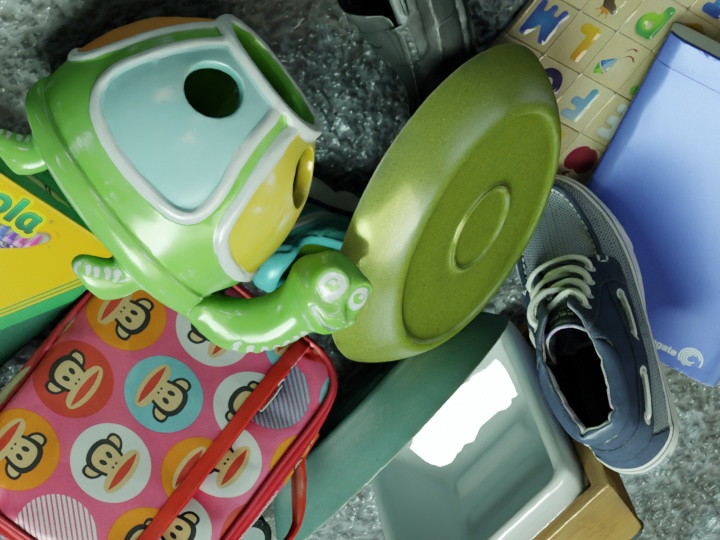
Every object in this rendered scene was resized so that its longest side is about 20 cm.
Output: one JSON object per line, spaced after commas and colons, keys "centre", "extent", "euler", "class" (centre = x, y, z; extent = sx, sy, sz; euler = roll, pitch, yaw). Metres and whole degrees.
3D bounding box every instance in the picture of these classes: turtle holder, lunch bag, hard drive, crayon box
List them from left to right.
{"centre": [-0.236, -0.030, 1.112], "extent": [0.119, 0.058, 0.200], "euler": [-41, 135, 13], "class": "crayon box"}
{"centre": [-0.110, 0.100, 1.174], "extent": [0.200, 0.176, 0.082], "euler": [-53, -178, -24], "class": "lunch bag"}
{"centre": [-0.085, -0.047, 1.085], "extent": [0.132, 0.186, 0.141], "euler": [-38, 148, 11], "class": "turtle holder"}
{"centre": [0.205, -0.036, 1.300], "extent": [0.132, 0.025, 0.200], "euler": [27, 121, 3], "class": "hard drive"}

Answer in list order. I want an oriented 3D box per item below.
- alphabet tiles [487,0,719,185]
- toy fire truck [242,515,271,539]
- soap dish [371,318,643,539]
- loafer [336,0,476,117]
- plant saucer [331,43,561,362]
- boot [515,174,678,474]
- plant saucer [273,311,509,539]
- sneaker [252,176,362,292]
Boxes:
{"centre": [0.162, -0.137, 1.262], "extent": [0.166, 0.006, 0.200], "euler": [22, 117, -41], "class": "alphabet tiles"}
{"centre": [-0.170, 0.149, 1.286], "extent": [0.200, 0.129, 0.176], "euler": [-19, 137, -25], "class": "toy fire truck"}
{"centre": [0.089, 0.137, 1.334], "extent": [0.081, 0.200, 0.157], "euler": [36, 108, -25], "class": "soap dish"}
{"centre": [0.022, -0.147, 1.139], "extent": [0.070, 0.068, 0.201], "euler": [-13, 130, -5], "class": "loafer"}
{"centre": [0.056, -0.030, 1.180], "extent": [0.200, 0.031, 0.200], "euler": [-45, 153, -30], "class": "plant saucer"}
{"centre": [0.127, 0.019, 1.238], "extent": [0.073, 0.200, 0.090], "euler": [-29, 152, 15], "class": "boot"}
{"centre": [0.009, 0.089, 1.299], "extent": [0.036, 0.200, 0.200], "euler": [44, 107, -1], "class": "plant saucer"}
{"centre": [0.000, 0.000, 1.248], "extent": [0.200, 0.080, 0.078], "euler": [10, 124, -39], "class": "sneaker"}
